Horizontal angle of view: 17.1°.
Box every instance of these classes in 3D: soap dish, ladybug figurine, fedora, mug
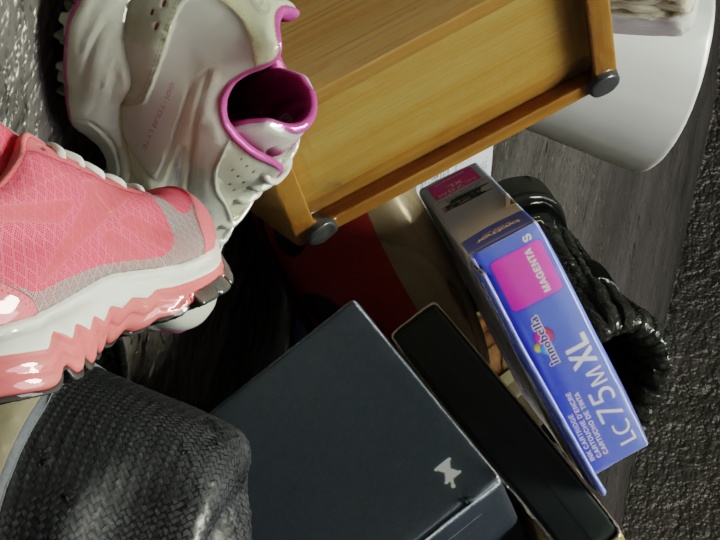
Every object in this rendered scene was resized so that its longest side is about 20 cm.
[{"bbox_3d":[0.020,-0.100,1.035,0.081,0.200,0.157,60,-4,24],"label":"soap dish"},{"bbox_3d":[0.000,0.000,1.196,0.136,0.072,0.200,46,-14,54],"label":"ladybug figurine"},{"bbox_3d":[-0.093,0.103,0.882,0.201,0.091,0.201,8,90,-78],"label":"fedora"},{"bbox_3d":[0.119,-0.139,1.527,0.187,0.153,0.150,116,-21,-44],"label":"mug"}]

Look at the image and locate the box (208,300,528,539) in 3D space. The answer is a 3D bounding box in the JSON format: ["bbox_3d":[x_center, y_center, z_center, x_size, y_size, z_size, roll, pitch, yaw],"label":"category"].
[{"bbox_3d":[-0.014,0.124,1.078,0.148,0.107,0.200,-38,160,-5],"label":"box"}]

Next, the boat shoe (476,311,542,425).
[{"bbox_3d":[0.012,0.099,1.292,0.200,0.068,0.072,-34,150,-9],"label":"boat shoe"}]

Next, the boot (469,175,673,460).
[{"bbox_3d":[0.124,0.063,1.395,0.158,0.079,0.211,55,-11,45],"label":"boot"}]

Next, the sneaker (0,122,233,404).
[{"bbox_3d":[-0.101,-0.015,0.794,0.200,0.074,0.087,-38,112,-68],"label":"sneaker"}]

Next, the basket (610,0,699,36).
[{"bbox_3d":[0.077,-0.236,1.168,0.161,0.198,0.201,57,41,-72],"label":"basket"}]

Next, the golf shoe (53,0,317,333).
[{"bbox_3d":[-0.062,-0.040,0.934,0.200,0.091,0.075,86,17,-51],"label":"golf shoe"}]

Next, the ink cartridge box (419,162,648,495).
[{"bbox_3d":[0.080,0.023,1.118,0.120,0.042,0.200,62,2,-13],"label":"ink cartridge box"}]

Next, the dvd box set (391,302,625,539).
[{"bbox_3d":[0.086,0.111,1.144,0.029,0.146,0.200,-37,153,-4],"label":"dvd box set"}]

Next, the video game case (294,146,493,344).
[{"bbox_3d":[0.018,0.018,1.384,0.181,0.045,0.201,-40,139,-57],"label":"video game case"}]
